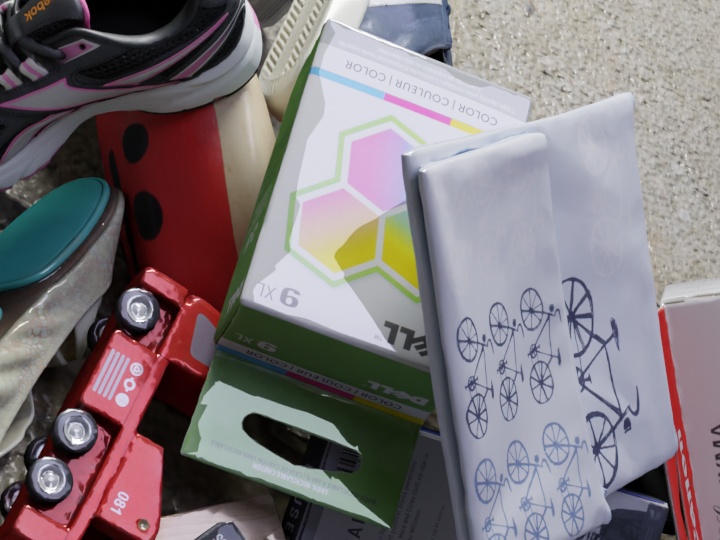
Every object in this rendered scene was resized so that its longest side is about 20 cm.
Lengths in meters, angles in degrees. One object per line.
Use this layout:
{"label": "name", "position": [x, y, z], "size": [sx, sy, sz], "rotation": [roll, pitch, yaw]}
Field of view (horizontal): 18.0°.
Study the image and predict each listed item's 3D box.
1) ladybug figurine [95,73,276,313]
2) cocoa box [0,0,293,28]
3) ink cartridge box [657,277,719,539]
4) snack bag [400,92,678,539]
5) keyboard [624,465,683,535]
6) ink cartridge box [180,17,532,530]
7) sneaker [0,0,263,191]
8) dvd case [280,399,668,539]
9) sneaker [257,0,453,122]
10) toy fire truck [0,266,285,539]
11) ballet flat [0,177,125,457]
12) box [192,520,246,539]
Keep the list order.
{"label": "ladybug figurine", "position": [-0.082, -0.039, 1.110], "size": [0.071, 0.136, 0.201], "rotation": [-11, 74, -16]}
{"label": "cocoa box", "position": [-0.103, -0.201, 1.203], "size": [0.200, 0.133, 0.132], "rotation": [-24, 78, -50]}
{"label": "ink cartridge box", "position": [0.192, 0.112, 1.206], "size": [0.176, 0.044, 0.202], "rotation": [-25, 105, -78]}
{"label": "snack bag", "position": [0.090, 0.025, 1.021], "size": [0.199, 0.021, 0.190], "rotation": [-18, 101, -53]}
{"label": "keyboard", "position": [0.135, 0.061, 1.298], "size": [0.127, 0.021, 0.201], "rotation": [14, 47, -63]}
{"label": "ink cartridge box", "position": [0.000, 0.000, 1.009], "size": [0.103, 0.059, 0.201], "rotation": [20, 65, -8]}
{"label": "sneaker", "position": [-0.143, -0.101, 1.019], "size": [0.199, 0.086, 0.081], "rotation": [-25, 69, -10]}
{"label": "dvd case", "position": [0.045, 0.157, 1.073], "size": [0.199, 0.025, 0.151], "rotation": [19, 89, -30]}
{"label": "sneaker", "position": [0.020, -0.140, 1.146], "size": [0.084, 0.075, 0.201], "rotation": [35, 64, -22]}
{"label": "toy fire truck", "position": [-0.084, 0.113, 1.001], "size": [0.141, 0.049, 0.201], "rotation": [32, 60, -12]}
{"label": "ballet flat", "position": [-0.159, 0.033, 1.034], "size": [0.200, 0.067, 0.063], "rotation": [-55, 132, -48]}
{"label": "box", "position": [-0.102, 0.207, 0.859], "size": [0.200, 0.106, 0.123], "rotation": [-37, 88, -34]}
